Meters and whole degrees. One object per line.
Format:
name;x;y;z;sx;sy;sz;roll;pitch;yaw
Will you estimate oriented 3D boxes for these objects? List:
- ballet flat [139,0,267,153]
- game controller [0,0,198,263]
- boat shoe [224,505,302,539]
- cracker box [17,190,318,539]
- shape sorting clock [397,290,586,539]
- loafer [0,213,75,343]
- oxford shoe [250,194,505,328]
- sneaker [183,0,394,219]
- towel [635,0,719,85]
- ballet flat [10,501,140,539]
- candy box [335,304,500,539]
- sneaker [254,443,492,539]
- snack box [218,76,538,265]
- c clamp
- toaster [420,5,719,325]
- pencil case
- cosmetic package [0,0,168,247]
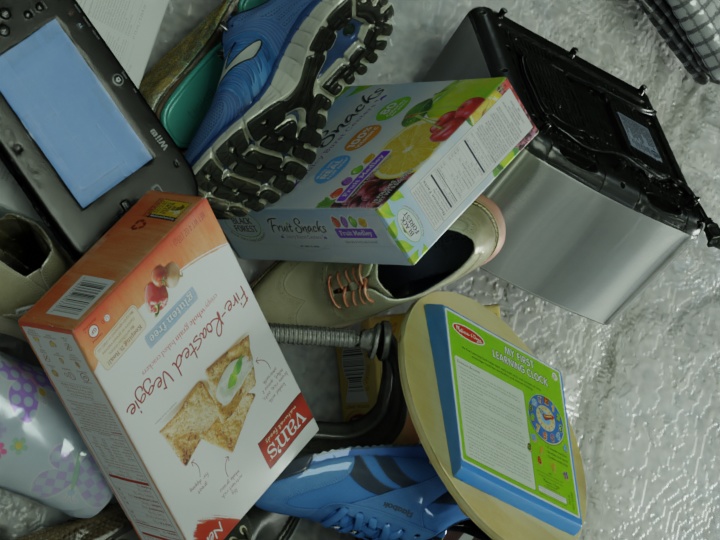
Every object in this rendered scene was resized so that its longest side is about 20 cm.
ballet flat;-0.088;-0.160;1.642;0.200;0.071;0.071;-47;110;-19
game controller;-0.189;-0.099;1.516;0.104;0.042;0.200;-37;97;-21
boat shoe;-0.098;0.203;1.611;0.200;0.057;0.069;-45;109;-27
cracker box;-0.118;0.069;1.505;0.134;0.058;0.201;-48;129;-32
shape sorting clock;0.090;0.106;1.625;0.200;0.039;0.201;35;41;-37
loafer;-0.211;0.006;1.522;0.199;0.076;0.068;12;120;-46
oxford shoe;0.000;0.000;1.621;0.071;0.199;0.074;63;18;-5
sneaker;-0.062;-0.123;1.584;0.200;0.089;0.078;-52;136;6
towel;0.284;-0.263;1.881;0.166;0.085;0.200;52;61;-20
ballet flat;-0.213;0.195;1.551;0.199;0.046;0.068;-20;128;-27
candy box;0.050;0.130;1.712;0.116;0.056;0.201;-4;87;-31
sneaker;0.015;0.161;1.617;0.199;0.066;0.079;0;76;-31
snack box;0.006;-0.068;1.614;0.142;0.200;0.053;-45;116;-27
c clamp;-0.055;0.063;1.601;0.199;0.027;0.171;9;121;-14
toaster;0.143;-0.071;1.714;0.180;0.119;0.200;23;30;-29
pencil case;-0.240;0.088;1.516;0.199;0.083;0.091;25;86;-27
cosmetic package;-0.224;-0.136;1.564;0.150;0.052;0.201;27;72;-29
